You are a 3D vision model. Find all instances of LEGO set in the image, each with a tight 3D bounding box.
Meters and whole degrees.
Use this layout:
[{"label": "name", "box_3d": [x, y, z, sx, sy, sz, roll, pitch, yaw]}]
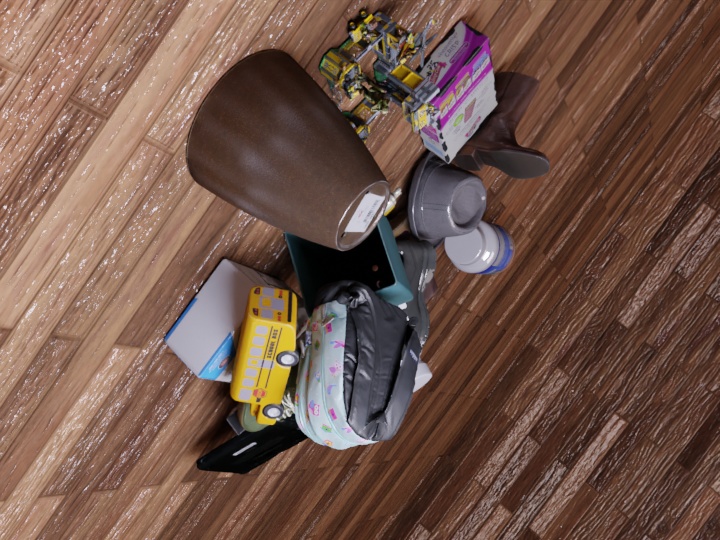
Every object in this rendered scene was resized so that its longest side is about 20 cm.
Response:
[{"label": "LEGO set", "box_3d": [0.037, -0.231, 1.201, 0.154, 0.115, 0.201, -42, 156, -22]}]

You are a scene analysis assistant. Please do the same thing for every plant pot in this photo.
[{"label": "plant pot", "box_3d": [-0.066, -0.119, 1.056, 0.187, 0.199, 0.188, -42, 157, -23]}, {"label": "plant pot", "box_3d": [0.000, 0.000, 1.386, 0.139, 0.144, 0.200, -22, 162, 13]}]

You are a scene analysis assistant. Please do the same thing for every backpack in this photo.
[{"label": "backpack", "box_3d": [-0.009, 0.134, 1.215, 0.166, 0.125, 0.204, 27, 58, -38]}]

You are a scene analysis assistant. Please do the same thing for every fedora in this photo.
[{"label": "fedora", "box_3d": [0.160, -0.120, 1.579, 0.199, 0.089, 0.181, -7, 104, -60]}]

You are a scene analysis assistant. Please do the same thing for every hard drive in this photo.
[{"label": "hard drive", "box_3d": [-0.145, 0.198, 1.488, 0.139, 0.038, 0.200, -39, 179, -1]}]

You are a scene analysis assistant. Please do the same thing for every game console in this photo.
[{"label": "game console", "box_3d": [-0.162, 0.249, 1.531, 0.199, 0.118, 0.175, -33, 149, 27]}]

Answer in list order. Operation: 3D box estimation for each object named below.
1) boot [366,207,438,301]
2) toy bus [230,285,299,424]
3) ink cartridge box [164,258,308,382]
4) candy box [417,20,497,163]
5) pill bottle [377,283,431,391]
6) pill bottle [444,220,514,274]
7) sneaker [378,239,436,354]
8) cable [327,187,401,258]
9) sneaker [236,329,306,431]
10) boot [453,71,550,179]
[{"label": "boot", "box_3d": [0.071, -0.003, 1.587, 0.199, 0.071, 0.169, -36, 115, -49]}, {"label": "toy bus", "box_3d": [-0.127, 0.118, 1.221, 0.066, 0.077, 0.202, -94, -164, -48]}, {"label": "ink cartridge box", "box_3d": [-0.167, 0.080, 1.316, 0.147, 0.084, 0.200, -53, 159, 3]}, {"label": "candy box", "box_3d": [0.146, -0.275, 1.434, 0.137, 0.061, 0.200, -50, 158, -8]}, {"label": "pill bottle", "box_3d": [0.039, 0.119, 1.607, 0.114, 0.202, 0.116, -25, 161, -10]}, {"label": "pill bottle", "box_3d": [0.246, -0.049, 1.915, 0.113, 0.112, 0.199, -57, 158, 13]}, {"label": "sneaker", "box_3d": [0.067, 0.046, 1.512, 0.089, 0.075, 0.204, 9, 82, -33]}, {"label": "cable", "box_3d": [-0.012, -0.062, 1.456, 0.201, 0.050, 0.097, -55, 157, 7]}, {"label": "sneaker", "box_3d": [-0.100, 0.174, 1.327, 0.200, 0.090, 0.067, -47, 127, 8]}, {"label": "boot", "box_3d": [0.265, -0.251, 1.514, 0.202, 0.184, 0.065, -58, 139, -23]}]
